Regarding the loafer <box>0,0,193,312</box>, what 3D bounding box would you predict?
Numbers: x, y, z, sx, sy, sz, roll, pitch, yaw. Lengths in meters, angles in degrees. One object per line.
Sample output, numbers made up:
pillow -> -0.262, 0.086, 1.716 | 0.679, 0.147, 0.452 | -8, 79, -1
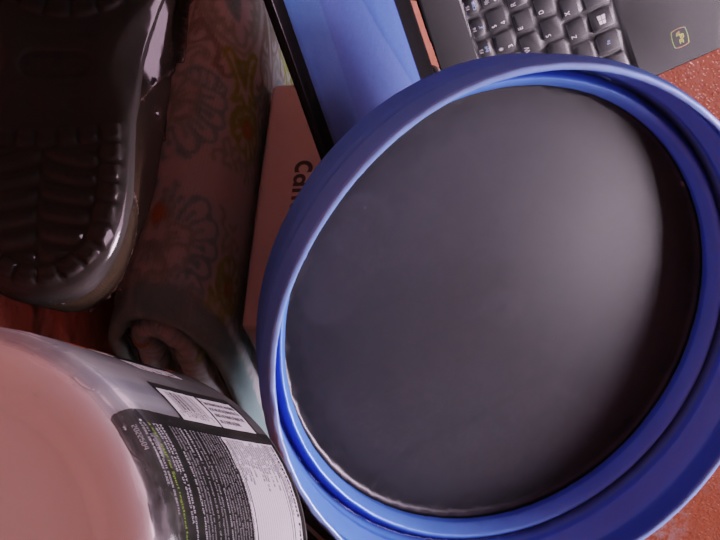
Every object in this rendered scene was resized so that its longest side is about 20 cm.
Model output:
loafer -> -0.097, -0.075, 0.731 | 0.071, 0.073, 0.201 | 88, 12, -68

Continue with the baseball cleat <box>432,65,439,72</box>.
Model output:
baseball cleat -> 0.001, -0.113, 1.097 | 0.070, 0.106, 0.201 | -97, -177, -50

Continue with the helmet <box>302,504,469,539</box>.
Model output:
helmet -> -0.006, 0.177, 0.856 | 0.200, 0.199, 0.192 | 15, 84, -78

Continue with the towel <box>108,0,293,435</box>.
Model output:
towel -> -0.055, -0.001, 0.910 | 0.200, 0.048, 0.172 | 74, 19, -57

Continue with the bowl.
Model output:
bowl -> 0.055, 0.019, 0.757 | 0.039, 0.200, 0.201 | -137, -142, -60

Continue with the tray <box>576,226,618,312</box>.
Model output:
tray -> 0.074, -0.010, 0.896 | 0.099, 0.037, 0.200 | -62, 180, 21

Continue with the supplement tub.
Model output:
supplement tub -> -0.086, 0.084, 0.625 | 0.200, 0.122, 0.123 | 35, 56, -77

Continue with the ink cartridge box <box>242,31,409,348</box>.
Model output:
ink cartridge box -> 0.000, 0.000, 0.890 | 0.200, 0.067, 0.117 | 71, 21, -59

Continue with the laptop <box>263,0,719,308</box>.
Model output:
laptop -> 0.053, -0.117, 0.784 | 0.103, 0.199, 0.178 | -133, -158, -64
